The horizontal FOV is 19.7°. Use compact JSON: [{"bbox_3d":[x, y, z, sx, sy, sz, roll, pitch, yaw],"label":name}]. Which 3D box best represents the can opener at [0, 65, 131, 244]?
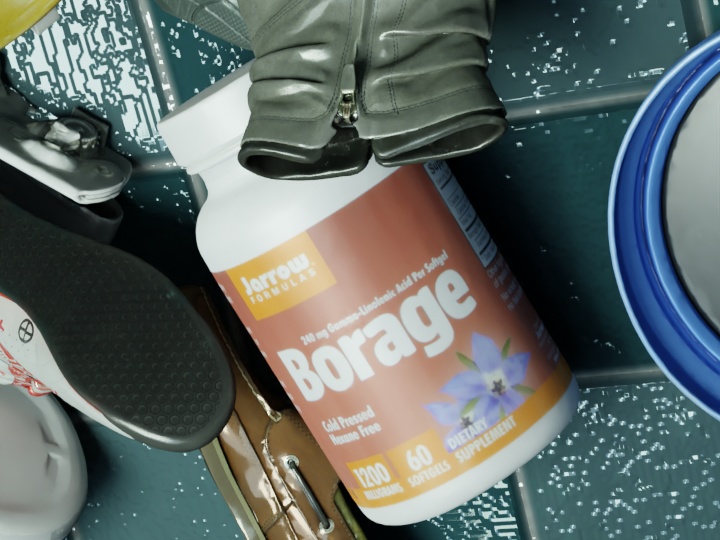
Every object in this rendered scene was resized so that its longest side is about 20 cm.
[{"bbox_3d":[-0.199,-0.072,0.978,0.200,0.053,0.067,28,120,10],"label":"can opener"}]

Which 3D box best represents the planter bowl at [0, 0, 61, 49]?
[{"bbox_3d":[-0.191,-0.172,0.808,0.083,0.200,0.201,50,126,33],"label":"planter bowl"}]

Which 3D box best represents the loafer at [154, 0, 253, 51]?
[{"bbox_3d":[-0.107,-0.166,0.905,0.200,0.072,0.063,31,75,10],"label":"loafer"}]

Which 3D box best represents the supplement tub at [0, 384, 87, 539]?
[{"bbox_3d":[-0.237,0.138,1.043,0.123,0.123,0.200,44,120,-1],"label":"supplement tub"}]

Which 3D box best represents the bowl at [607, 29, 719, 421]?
[{"bbox_3d":[0.203,-0.017,0.850,0.200,0.039,0.201,8,115,19],"label":"bowl"}]

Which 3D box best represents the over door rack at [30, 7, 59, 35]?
[{"bbox_3d":[-0.250,-0.138,0.893,0.200,0.148,0.067,41,163,18],"label":"over door rack"}]

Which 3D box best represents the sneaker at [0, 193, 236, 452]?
[{"bbox_3d":[-0.128,0.031,0.956,0.201,0.067,0.108,32,161,22],"label":"sneaker"}]

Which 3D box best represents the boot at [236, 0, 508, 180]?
[{"bbox_3d":[0.043,-0.106,0.811,0.199,0.068,0.131,-15,66,12],"label":"boot"}]

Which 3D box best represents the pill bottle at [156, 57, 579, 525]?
[{"bbox_3d":[0.000,0.000,0.895,0.112,0.112,0.200,-27,100,29],"label":"pill bottle"}]

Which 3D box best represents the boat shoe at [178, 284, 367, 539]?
[{"bbox_3d":[-0.037,0.092,0.983,0.068,0.072,0.200,-23,95,-3],"label":"boat shoe"}]
